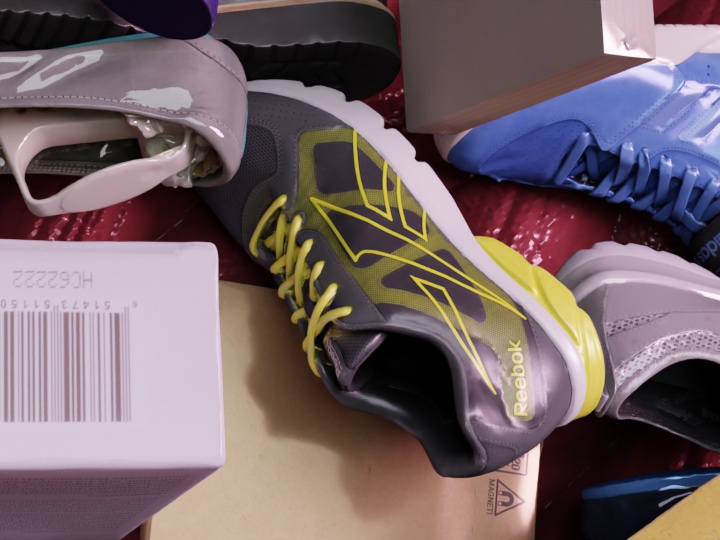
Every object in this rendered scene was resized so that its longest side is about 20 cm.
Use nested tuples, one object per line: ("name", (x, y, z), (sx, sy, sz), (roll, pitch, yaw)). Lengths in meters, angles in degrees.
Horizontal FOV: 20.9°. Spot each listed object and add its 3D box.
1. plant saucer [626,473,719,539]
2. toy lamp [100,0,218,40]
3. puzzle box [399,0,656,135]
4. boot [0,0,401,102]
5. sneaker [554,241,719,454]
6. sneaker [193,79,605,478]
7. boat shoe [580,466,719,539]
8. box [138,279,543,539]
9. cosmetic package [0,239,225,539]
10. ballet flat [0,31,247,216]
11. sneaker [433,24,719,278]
("plant saucer", (0.183, 0.152, 0.745), (0.199, 0.048, 0.201), (-31, 123, -20))
("toy lamp", (-0.041, -0.184, 0.730), (0.058, 0.058, 0.202), (25, 67, -10))
("puzzle box", (0.056, -0.163, 0.741), (0.025, 0.133, 0.202), (2, 81, -30))
("boot", (-0.089, -0.138, 0.794), (0.198, 0.078, 0.140), (2, 66, -22))
("sneaker", (0.171, 0.052, 0.801), (0.198, 0.075, 0.082), (9, 43, -11))
("sneaker", (0.000, 0.000, 0.745), (0.199, 0.075, 0.085), (36, 43, 16))
("boat shoe", (0.186, 0.114, 0.800), (0.198, 0.084, 0.069), (2, 84, -15))
("box", (-0.009, 0.111, 0.772), (0.162, 0.021, 0.202), (10, 74, -14))
("cosmetic package", (-0.114, 0.047, 0.660), (0.100, 0.200, 0.072), (1, 75, -17))
("ballet flat", (-0.140, -0.050, 0.727), (0.198, 0.068, 0.064), (-5, 66, -2))
("sneaker", (0.134, -0.040, 0.824), (0.198, 0.077, 0.112), (-9, 69, -26))
